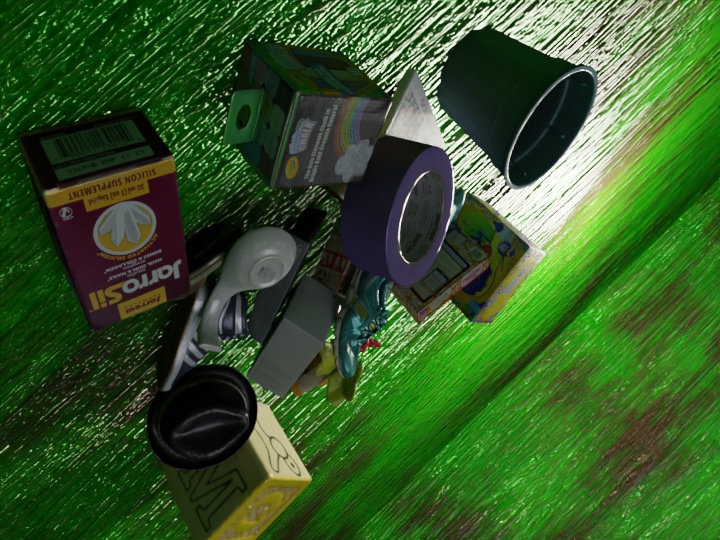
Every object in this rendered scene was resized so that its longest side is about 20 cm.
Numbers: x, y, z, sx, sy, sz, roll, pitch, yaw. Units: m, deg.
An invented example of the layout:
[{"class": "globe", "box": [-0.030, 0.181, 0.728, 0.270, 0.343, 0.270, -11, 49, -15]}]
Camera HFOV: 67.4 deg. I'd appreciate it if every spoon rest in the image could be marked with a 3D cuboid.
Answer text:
[{"class": "spoon rest", "box": [-0.166, 0.019, 0.753, 0.098, 0.061, 0.201, 25, 110, -46]}]

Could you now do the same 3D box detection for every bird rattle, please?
[{"class": "bird rattle", "box": [-0.057, 0.162, 1.009, 0.160, 0.114, 0.201, -31, -167, 18]}]

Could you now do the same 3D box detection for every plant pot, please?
[{"class": "plant pot", "box": [0.235, -0.273, 0.864, 0.196, 0.197, 0.204, -29, 146, -22]}]

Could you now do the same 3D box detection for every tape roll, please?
[{"class": "tape roll", "box": [0.060, -0.089, 0.804, 0.199, 0.083, 0.207, -37, 137, -44]}]

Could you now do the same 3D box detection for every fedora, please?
[{"class": "fedora", "box": [-0.262, 0.263, 0.924, 0.193, 0.091, 0.210, -3, 96, -27]}]

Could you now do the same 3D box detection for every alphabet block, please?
[{"class": "alphabet block", "box": [-0.248, 0.402, 1.086, 0.196, 0.201, 0.195, -44, 149, 3]}]

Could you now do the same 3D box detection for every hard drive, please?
[{"class": "hard drive", "box": [-0.119, 0.004, 0.857, 0.203, 0.041, 0.136, -61, -175, 29]}]

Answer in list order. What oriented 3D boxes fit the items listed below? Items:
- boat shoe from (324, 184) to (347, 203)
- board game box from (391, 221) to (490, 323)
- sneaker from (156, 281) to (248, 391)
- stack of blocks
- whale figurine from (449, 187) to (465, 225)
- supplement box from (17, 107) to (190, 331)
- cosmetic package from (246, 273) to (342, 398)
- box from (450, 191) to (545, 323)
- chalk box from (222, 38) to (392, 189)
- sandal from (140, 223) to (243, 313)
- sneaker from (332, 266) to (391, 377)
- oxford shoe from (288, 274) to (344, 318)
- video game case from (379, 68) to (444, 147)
[{"class": "boat shoe", "box": [0.006, -0.129, 0.892, 0.070, 0.073, 0.199, -52, 157, 9]}, {"class": "board game box", "box": [0.147, -0.011, 1.120, 0.197, 0.152, 0.047, -34, 149, -13]}, {"class": "sneaker", "box": [-0.245, 0.110, 0.849, 0.106, 0.070, 0.204, 11, 117, -39]}, {"class": "stack of blocks", "box": [0.000, 0.000, 1.003, 0.199, 0.057, 0.119, 34, 77, -60]}, {"class": "whale figurine", "box": [0.143, -0.102, 1.050, 0.195, 0.104, 0.163, -16, 139, -40]}, {"class": "supplement box", "box": [-0.274, -0.053, 0.601, 0.128, 0.103, 0.204, -25, 145, -29]}, {"class": "cosmetic package", "box": [-0.116, 0.118, 0.935, 0.202, 0.083, 0.109, -55, -171, 42]}, {"class": "box", "box": [0.266, -0.026, 1.205, 0.120, 0.193, 0.203, 9, 121, -54]}, {"class": "chalk box", "box": [-0.082, -0.188, 0.656, 0.195, 0.124, 0.127, -11, 138, -42]}, {"class": "sandal", "box": [-0.241, 0.007, 0.734, 0.197, 0.080, 0.059, -30, 143, -24]}, {"class": "sneaker", "box": [0.007, 0.078, 0.893, 0.078, 0.077, 0.207, 47, 59, -68]}, {"class": "oxford shoe", "box": [-0.075, 0.058, 1.036, 0.069, 0.074, 0.200, -17, 156, 16]}, {"class": "video game case", "box": [0.067, -0.178, 0.868, 0.205, 0.023, 0.182, -63, 150, -12]}]
